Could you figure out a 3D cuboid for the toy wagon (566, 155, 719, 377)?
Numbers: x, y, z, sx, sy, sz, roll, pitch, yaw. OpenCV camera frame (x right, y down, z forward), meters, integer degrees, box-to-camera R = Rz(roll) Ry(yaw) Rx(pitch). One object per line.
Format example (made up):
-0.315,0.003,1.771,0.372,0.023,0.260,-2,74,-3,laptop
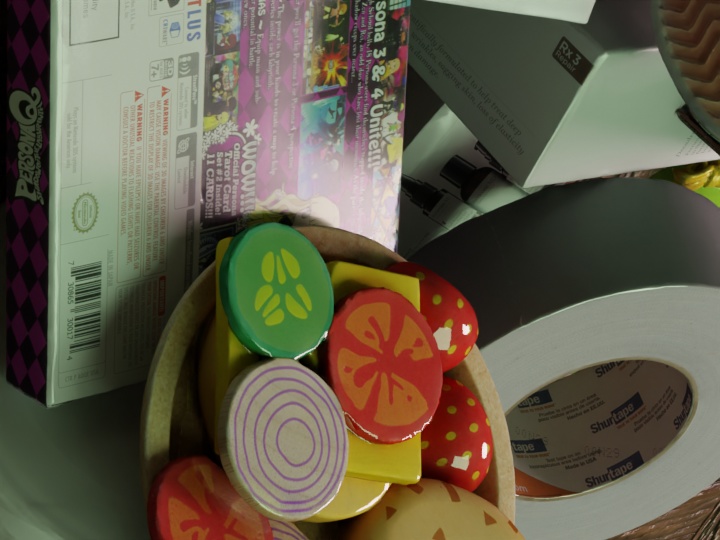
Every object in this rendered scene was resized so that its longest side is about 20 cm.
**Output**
0.136,0.014,1.351,0.154,0.040,0.201,-3,135,-23,toy wagon

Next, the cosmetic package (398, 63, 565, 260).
0.000,0.000,1.290,0.082,0.051,0.200,31,108,-32,cosmetic package

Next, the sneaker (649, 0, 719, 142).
0.157,-0.134,1.174,0.071,0.201,0.080,-17,154,18,sneaker

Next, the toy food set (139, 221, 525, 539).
-0.006,0.079,1.087,0.197,0.201,0.048,11,162,-40,toy food set

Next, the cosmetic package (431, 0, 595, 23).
0.019,-0.176,1.006,0.199,0.052,0.151,4,121,-32,cosmetic package

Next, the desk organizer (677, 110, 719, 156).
0.237,-0.026,1.186,0.077,0.200,0.072,-50,151,12,desk organizer

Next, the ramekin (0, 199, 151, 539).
-0.096,0.067,1.156,0.202,0.203,0.094,-15,155,-39,ramekin

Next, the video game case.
-0.057,-0.062,1.092,0.181,0.036,0.201,-16,117,-39,video game case

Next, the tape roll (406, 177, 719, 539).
0.093,0.048,1.274,0.199,0.066,0.201,-13,143,-10,tape roll

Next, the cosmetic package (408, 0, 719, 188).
0.121,-0.109,1.251,0.199,0.113,0.081,-9,139,-43,cosmetic package
